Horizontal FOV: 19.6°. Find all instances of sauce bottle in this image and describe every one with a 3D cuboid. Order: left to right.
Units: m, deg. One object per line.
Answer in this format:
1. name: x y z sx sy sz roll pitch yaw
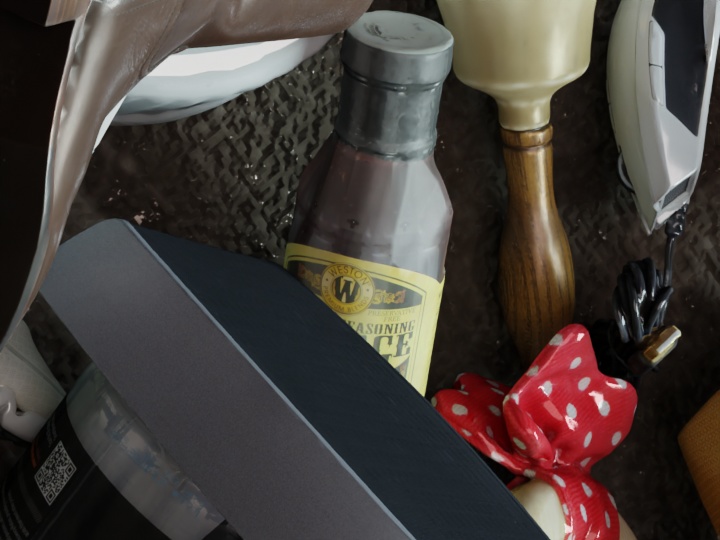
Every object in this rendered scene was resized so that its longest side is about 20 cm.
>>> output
1. sauce bottle: 0.000 0.000 0.804 0.066 0.066 0.201 -4 119 -19

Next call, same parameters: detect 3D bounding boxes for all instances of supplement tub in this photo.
1. supplement tub: -0.097 0.133 0.770 0.122 0.123 0.200 33 103 -19

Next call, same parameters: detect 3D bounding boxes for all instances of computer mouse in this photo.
1. computer mouse: 0.120 -0.054 0.873 0.044 0.110 0.201 8 80 5

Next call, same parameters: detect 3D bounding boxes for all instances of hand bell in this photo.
1. hand bell: 0.067 -0.050 0.861 0.104 0.104 0.201 -11 112 -18

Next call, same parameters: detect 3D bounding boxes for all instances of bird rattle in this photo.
1. bird rattle: 0.075 0.131 0.829 0.112 0.200 0.163 -24 114 21

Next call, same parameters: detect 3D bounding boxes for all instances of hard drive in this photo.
1. hard drive: -0.013 0.059 0.705 0.042 0.200 0.135 -52 150 13

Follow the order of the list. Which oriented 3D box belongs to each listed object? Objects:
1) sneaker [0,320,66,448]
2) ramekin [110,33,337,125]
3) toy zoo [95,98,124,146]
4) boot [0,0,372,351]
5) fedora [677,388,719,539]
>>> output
1. sneaker: -0.163 -0.019 0.779 0.081 0.075 0.200 -42 108 -20
2. ramekin: -0.079 -0.153 0.779 0.200 0.098 0.202 -2 96 -19
3. toy zoo: -0.130 -0.049 0.672 0.200 0.020 0.131 -59 153 7
4. boot: -0.058 -0.069 0.687 0.200 0.064 0.187 -27 145 -53
5. fedora: 0.201 0.066 0.876 0.200 0.201 0.082 -30 78 -15
